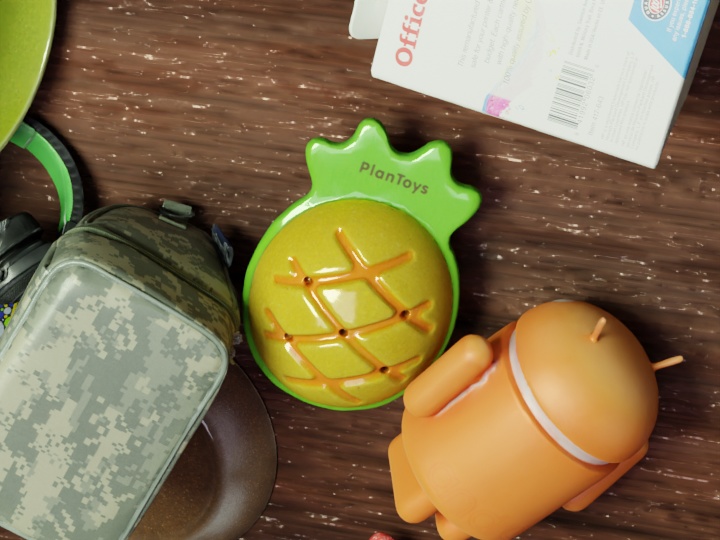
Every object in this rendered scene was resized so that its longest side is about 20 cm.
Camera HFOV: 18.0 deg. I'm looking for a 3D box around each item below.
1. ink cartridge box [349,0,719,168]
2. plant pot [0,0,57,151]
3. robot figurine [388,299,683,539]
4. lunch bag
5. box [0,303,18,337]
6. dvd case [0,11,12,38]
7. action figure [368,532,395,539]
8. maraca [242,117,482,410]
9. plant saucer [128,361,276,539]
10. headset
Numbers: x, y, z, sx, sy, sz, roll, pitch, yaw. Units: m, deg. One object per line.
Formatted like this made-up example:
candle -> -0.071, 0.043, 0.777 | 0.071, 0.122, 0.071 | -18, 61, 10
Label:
ink cartridge box -> 0.104, -0.166, 1.313 | 0.200, 0.125, 0.129 | 20, 118, 8
plant pot -> -0.326, -0.166, 1.420 | 0.200, 0.187, 0.187 | 22, 120, 24
robot figurine -> 0.108, 0.096, 1.443 | 0.200, 0.117, 0.144 | -38, 92, 30
lunch bag -> -0.166, 0.061, 1.455 | 0.139, 0.168, 0.200 | 28, 107, -10
box -> -0.292, 0.063, 1.571 | 0.070, 0.064, 0.200 | 4, 122, -26
dvd case -> -0.322, -0.176, 1.509 | 0.149, 0.016, 0.200 | -34, 101, 28
action figure -> 0.063, 0.266, 1.560 | 0.200, 0.065, 0.099 | 45, 102, -6
maraca -> 0.000, 0.000, 1.437 | 0.137, 0.107, 0.200 | 17, 114, -6
plant saucer -> -0.158, 0.124, 1.587 | 0.200, 0.037, 0.200 | 7, 116, 14
headset -> -0.249, -0.022, 1.453 | 0.123, 0.200, 0.094 | 28, 150, -13
